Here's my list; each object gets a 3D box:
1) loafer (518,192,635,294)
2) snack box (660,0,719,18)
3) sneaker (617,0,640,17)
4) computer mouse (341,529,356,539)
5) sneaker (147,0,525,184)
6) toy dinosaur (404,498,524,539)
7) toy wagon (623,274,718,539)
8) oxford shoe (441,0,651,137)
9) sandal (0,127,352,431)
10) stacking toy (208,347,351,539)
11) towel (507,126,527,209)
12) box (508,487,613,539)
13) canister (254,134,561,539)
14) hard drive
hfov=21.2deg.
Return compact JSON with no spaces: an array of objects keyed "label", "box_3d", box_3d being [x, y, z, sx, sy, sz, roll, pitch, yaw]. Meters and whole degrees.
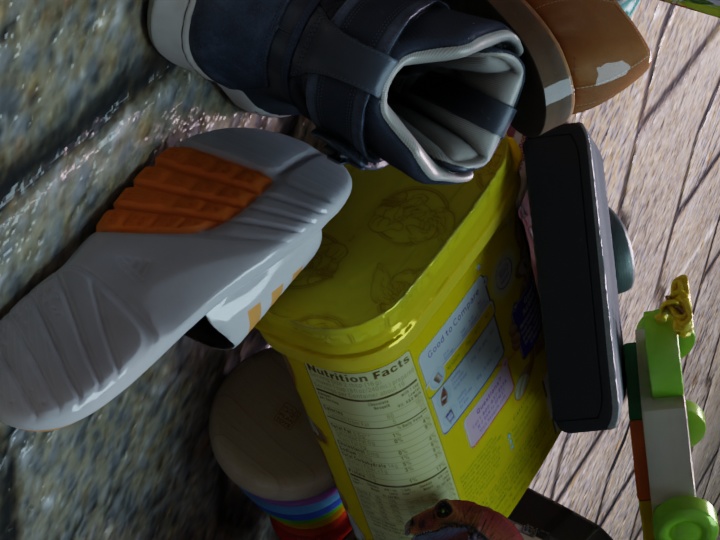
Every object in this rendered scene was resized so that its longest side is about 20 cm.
[{"label":"loafer","box_3d":[0.097,-0.027,1.164,0.063,0.200,0.072,-18,108,-14]},{"label":"snack box","box_3d":[0.160,-0.207,1.107,0.068,0.168,0.200,-70,161,0]},{"label":"sneaker","box_3d":[0.110,-0.161,1.162,0.078,0.091,0.200,-57,-179,-1]},{"label":"computer mouse","box_3d":[0.012,0.185,1.050,0.109,0.044,0.200,-37,-169,-6]},{"label":"sneaker","box_3d":[0.009,-0.087,0.856,0.202,0.145,0.077,-5,115,-71]},{"label":"toy dinosaur","box_3d":[0.038,0.205,0.938,0.182,0.105,0.200,-56,142,1]},{"label":"toy wagon","box_3d":[0.161,0.089,1.003,0.156,0.039,0.201,-85,165,-51]},{"label":"oxford shoe","box_3d":[0.063,-0.144,0.876,0.071,0.201,0.072,-21,148,-17]},{"label":"sandal","box_3d":[-0.086,0.011,0.821,0.207,0.079,0.059,-42,151,-36]},{"label":"stacking toy","box_3d":[-0.030,0.115,1.093,0.086,0.085,0.200,-61,165,-19]},{"label":"towel","box_3d":[0.072,-0.050,1.127,0.200,0.030,0.147,-108,-146,-72]},{"label":"box","box_3d":[0.046,0.210,1.067,0.200,0.050,0.158,-44,-164,-9]},{"label":"canister","box_3d":[0.031,0.039,0.943,0.149,0.086,0.201,-52,143,-29]},{"label":"hard drive","box_3d":[0.110,0.003,0.968,0.200,0.033,0.141,-4,88,-81]}]
